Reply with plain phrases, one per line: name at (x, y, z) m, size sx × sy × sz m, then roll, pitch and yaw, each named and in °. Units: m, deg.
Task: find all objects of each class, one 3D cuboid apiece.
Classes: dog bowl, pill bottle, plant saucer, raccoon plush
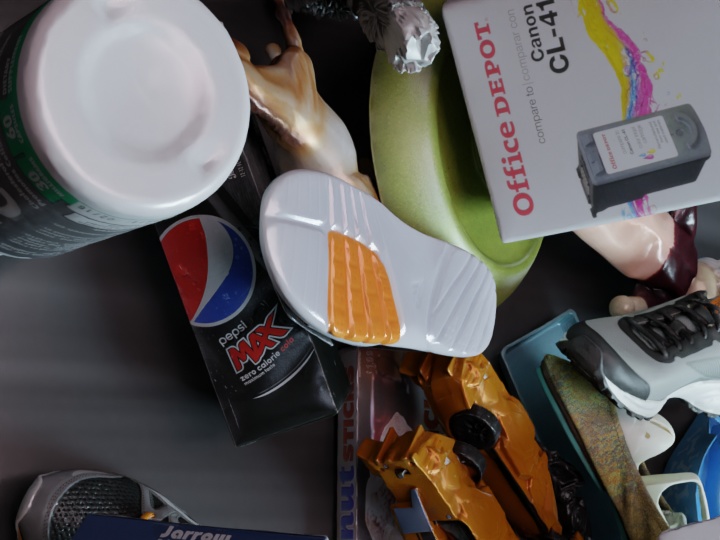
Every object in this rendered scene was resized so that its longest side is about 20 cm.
dog bowl at (0.279, 0.128, 1.143) m, size 0.112 × 0.050 × 0.200 m, roll 50°, pitch 60°, yaw -17°
pill bottle at (-0.148, -0.066, 0.801) m, size 0.113 × 0.200 × 0.114 m, roll 6°, pitch 79°, yaw -32°
plant saucer at (0.070, -0.073, 0.999) m, size 0.200 × 0.031 × 0.201 m, roll 20°, pitch 66°, yaw -55°
plant saucer at (0.148, 0.130, 1.076) m, size 0.070 × 0.019 × 0.201 m, roll -27°, pitch 98°, yaw -33°
raccoon plush at (0.024, -0.188, 0.971) m, size 0.134 × 0.097 × 0.200 m, roll -19°, pitch 62°, yaw -29°

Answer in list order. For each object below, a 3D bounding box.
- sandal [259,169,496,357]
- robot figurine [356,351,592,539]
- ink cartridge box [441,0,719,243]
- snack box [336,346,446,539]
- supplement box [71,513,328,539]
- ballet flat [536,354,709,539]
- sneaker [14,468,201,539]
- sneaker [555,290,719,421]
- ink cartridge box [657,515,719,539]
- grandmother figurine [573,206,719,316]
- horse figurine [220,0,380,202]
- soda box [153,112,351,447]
sandal at (-0.001, 0.008, 0.881) m, size 0.206 × 0.059 × 0.080 m, roll 25°, pitch 68°, yaw -50°
robot figurine at (0.077, 0.144, 0.977) m, size 0.200 × 0.058 × 0.145 m, roll 59°, pitch 42°, yaw -30°
ink cartridge box at (0.163, -0.109, 0.925) m, size 0.086 × 0.199 × 0.148 m, roll -44°, pitch 120°, yaw -70°
snack box at (0.020, 0.148, 0.984) m, size 0.072 × 0.024 × 0.201 m, roll 7°, pitch 79°, yaw -36°
supplement box at (-0.081, 0.256, 0.763) m, size 0.200 × 0.134 × 0.200 m, roll -62°, pitch 144°, yaw -45°
ballet flat at (0.179, 0.131, 1.042) m, size 0.071 × 0.071 × 0.201 m, roll -34°, pitch 104°, yaw -32°
sneaker at (-0.093, 0.167, 0.877) m, size 0.200 × 0.077 × 0.078 m, roll 35°, pitch 67°, yaw -23°
sneaker at (0.195, 0.045, 1.030) m, size 0.200 × 0.079 × 0.074 m, roll 3°, pitch 36°, yaw -49°
ink cartridge box at (0.187, 0.234, 0.965) m, size 0.145 × 0.200 × 0.085 m, roll -6°, pitch 48°, yaw -40°
grandmother figurine at (0.190, -0.019, 1.081) m, size 0.200 × 0.060 × 0.122 m, roll 39°, pitch 76°, yaw -41°
horse figurine at (-0.028, -0.071, 0.920) m, size 0.133 × 0.050 × 0.200 m, roll -94°, pitch 162°, yaw -60°
soda box at (-0.069, -0.010, 0.911) m, size 0.063 × 0.071 × 0.201 m, roll -19°, pitch 94°, yaw 9°
